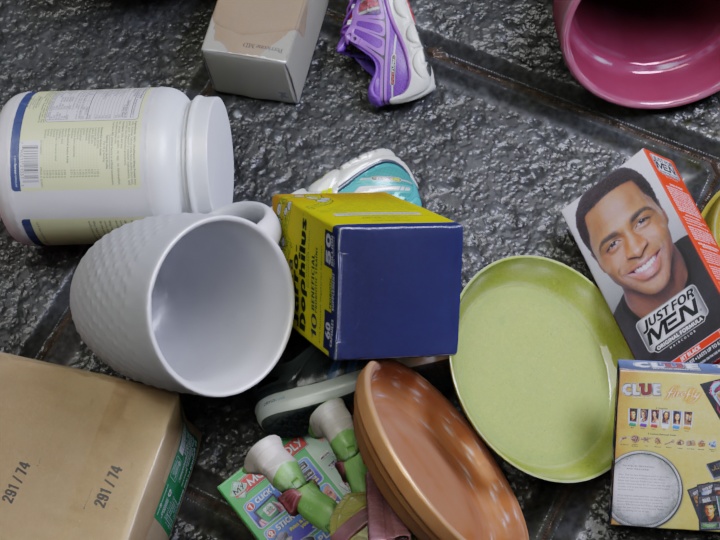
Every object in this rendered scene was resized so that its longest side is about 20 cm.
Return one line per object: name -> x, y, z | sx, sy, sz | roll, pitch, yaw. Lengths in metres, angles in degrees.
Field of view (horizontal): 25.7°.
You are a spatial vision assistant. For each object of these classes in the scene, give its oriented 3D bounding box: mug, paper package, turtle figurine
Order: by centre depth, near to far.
turtle figurine -> -0.002, 0.218, 1.292 | 0.144, 0.200, 0.194 | -43, 65, 12
mug -> -0.149, 0.009, 1.349 | 0.175, 0.148, 0.200 | 3, 42, 51
paper package -> -0.256, 0.194, 1.357 | 0.189, 0.104, 0.201 | 12, 66, 11

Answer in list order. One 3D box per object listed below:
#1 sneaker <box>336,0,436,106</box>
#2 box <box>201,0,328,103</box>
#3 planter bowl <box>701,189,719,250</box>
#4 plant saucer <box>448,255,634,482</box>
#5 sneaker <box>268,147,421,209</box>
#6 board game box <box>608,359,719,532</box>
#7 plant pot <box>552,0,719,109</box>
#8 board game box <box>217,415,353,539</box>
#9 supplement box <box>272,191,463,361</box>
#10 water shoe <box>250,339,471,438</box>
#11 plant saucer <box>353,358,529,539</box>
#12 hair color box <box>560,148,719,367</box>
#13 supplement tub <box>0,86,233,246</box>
sneaker -> 0.008, -0.252, 1.551 | 0.083, 0.081, 0.201 | -20, 64, 4
box -> -0.084, -0.275, 1.571 | 0.094, 0.078, 0.201 | 9, 66, 11
planter bowl -> 0.394, -0.037, 1.378 | 0.199, 0.084, 0.202 | -4, 56, 5
plant saucer -> 0.154, 0.086, 1.348 | 0.199, 0.031, 0.202 | 11, 65, -26
sneaker -> -0.034, -0.038, 1.457 | 0.199, 0.078, 0.080 | -33, 73, -8
board game box -> 0.308, 0.147, 1.298 | 0.198, 0.035, 0.137 | 3, 100, 6
plant pot -> 0.273, -0.283, 1.477 | 0.198, 0.201, 0.180 | -8, 48, 4
board game box -> -0.006, 0.179, 1.371 | 0.200, 0.029, 0.135 | -37, 65, -10
supplement box -> 0.000, 0.000, 1.338 | 0.109, 0.200, 0.110 | -1, 100, -18
water shoe -> -0.001, 0.078, 1.364 | 0.198, 0.072, 0.079 | -16, 59, -3
plant saucer -> 0.059, 0.160, 1.254 | 0.037, 0.200, 0.201 | -39, 63, 17
hair color box -> 0.265, 0.006, 1.377 | 0.101, 0.061, 0.201 | -39, 59, 27
supplement tub -> -0.227, -0.097, 1.468 | 0.198, 0.145, 0.146 | -1, 64, 7
